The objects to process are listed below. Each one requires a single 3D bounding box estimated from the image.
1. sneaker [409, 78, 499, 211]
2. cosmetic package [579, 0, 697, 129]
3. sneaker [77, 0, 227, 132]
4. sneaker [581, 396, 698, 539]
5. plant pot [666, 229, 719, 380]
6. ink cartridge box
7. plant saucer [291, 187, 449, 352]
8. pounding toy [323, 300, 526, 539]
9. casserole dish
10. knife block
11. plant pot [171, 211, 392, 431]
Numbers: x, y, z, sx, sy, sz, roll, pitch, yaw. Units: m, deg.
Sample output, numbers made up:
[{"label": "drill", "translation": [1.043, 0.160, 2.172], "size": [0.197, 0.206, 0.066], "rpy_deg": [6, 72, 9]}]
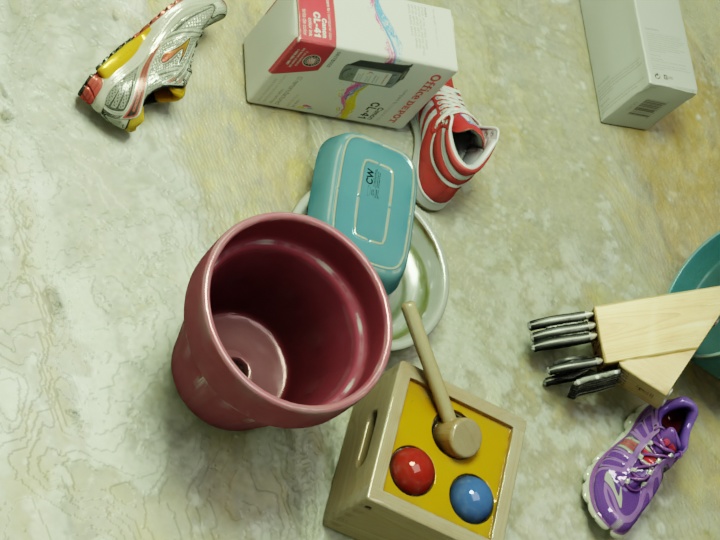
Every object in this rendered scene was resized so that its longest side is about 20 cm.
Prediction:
[{"label": "sneaker", "translation": [0.104, -0.180, 1.716], "size": [0.071, 0.112, 0.201], "rpy_deg": [10, 63, -26]}, {"label": "cosmetic package", "translation": [0.353, -0.296, 1.915], "size": [0.081, 0.113, 0.201], "rpy_deg": [7, 66, -26]}, {"label": "sneaker", "translation": [-0.209, -0.222, 1.590], "size": [0.082, 0.078, 0.200], "rpy_deg": [46, 63, -8]}, {"label": "sneaker", "translation": [0.316, 0.210, 1.671], "size": [0.081, 0.083, 0.200], "rpy_deg": [41, 55, -6]}, {"label": "plant pot", "translation": [0.498, 0.068, 1.784], "size": [0.188, 0.200, 0.201], "rpy_deg": [38, 53, -26]}, {"label": "ink cartridge box", "translation": [-0.012, -0.238, 1.657], "size": [0.199, 0.148, 0.086], "rpy_deg": [8, 64, -25]}, {"label": "plant saucer", "translation": [0.000, 0.000, 1.611], "size": [0.199, 0.050, 0.201], "rpy_deg": [12, 62, -24]}, {"label": "pounding toy", "translation": [0.069, 0.174, 1.511], "size": [0.183, 0.142, 0.201], "rpy_deg": [26, 57, -17]}, {"label": "casserole dish", "translation": [0.007, -0.066, 1.593], "size": [0.121, 0.039, 0.201], "rpy_deg": [20, 58, -21]}, {"label": "knife block", "translation": [0.294, 0.065, 1.691], "size": [0.175, 0.064, 0.200], "rpy_deg": [34, 75, 12]}, {"label": "plant pot", "translation": [-0.094, 0.069, 1.445], "size": [0.199, 0.179, 0.201], "rpy_deg": [12, 62, -25]}]
